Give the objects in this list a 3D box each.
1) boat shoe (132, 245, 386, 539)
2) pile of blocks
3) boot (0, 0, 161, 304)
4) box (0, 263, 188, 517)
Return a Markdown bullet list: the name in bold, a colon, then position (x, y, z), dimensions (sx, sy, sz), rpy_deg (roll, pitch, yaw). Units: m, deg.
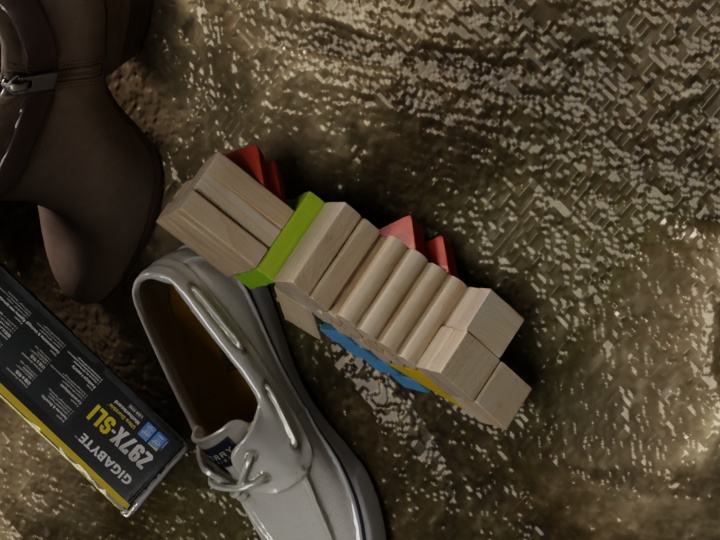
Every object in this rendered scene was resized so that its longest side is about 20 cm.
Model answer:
- **boat shoe**: position (-0.055, 0.082, 1.007), dimensions (0.071, 0.070, 0.201), rpy_deg (-23, 90, 35)
- **pile of blocks**: position (0.000, 0.000, 0.965), dimensions (0.199, 0.082, 0.062), rpy_deg (32, 76, 11)
- **boot**: position (-0.158, -0.059, 0.985), dimensions (0.070, 0.146, 0.202), rpy_deg (16, 113, 21)
- **box**: position (-0.171, 0.033, 0.997), dimensions (0.200, 0.160, 0.049), rpy_deg (44, 84, -3)
